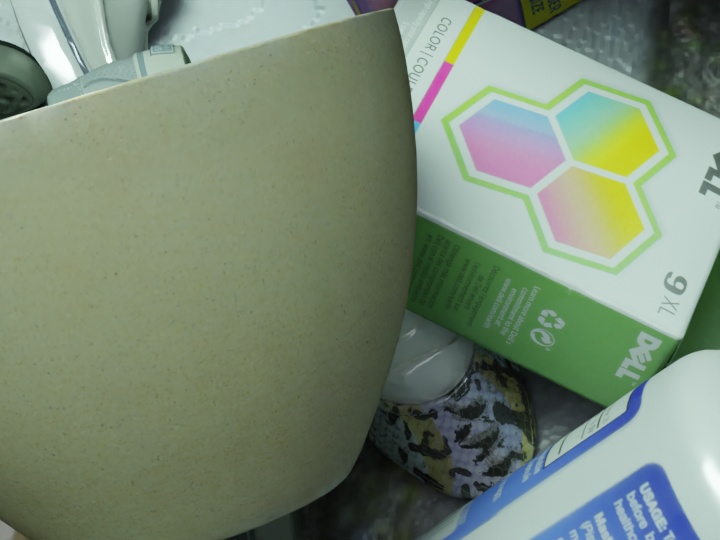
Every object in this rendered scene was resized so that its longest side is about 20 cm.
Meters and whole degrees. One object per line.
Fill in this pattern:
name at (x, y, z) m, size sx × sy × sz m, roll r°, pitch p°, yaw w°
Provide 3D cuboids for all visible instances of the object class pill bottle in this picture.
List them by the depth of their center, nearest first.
pill bottle at (0.106, 0.097, 0.662) m, size 0.200 × 0.112 × 0.112 m, roll -37°, pitch 66°, yaw 25°

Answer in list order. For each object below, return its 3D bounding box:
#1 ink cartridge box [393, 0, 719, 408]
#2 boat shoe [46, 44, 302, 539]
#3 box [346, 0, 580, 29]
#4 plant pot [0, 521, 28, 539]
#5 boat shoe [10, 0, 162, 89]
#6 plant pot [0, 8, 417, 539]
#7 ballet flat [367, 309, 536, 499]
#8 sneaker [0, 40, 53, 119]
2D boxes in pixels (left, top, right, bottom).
ink cartridge box at (0.082, -0.017, 0.732) m, size 0.200 × 0.059 × 0.104 m, roll 27°, pitch 54°, yaw 4°
boat shoe at (-0.073, 0.016, 0.768) m, size 0.071 × 0.070 × 0.201 m, roll -15°, pitch 87°, yaw 3°
box at (-0.001, -0.202, 0.791) m, size 0.097 × 0.176 × 0.200 m, roll -29°, pitch 69°, yaw 0°
plant pot at (-0.175, 0.083, 0.737) m, size 0.201 × 0.093 × 0.201 m, roll -1°, pitch 81°, yaw 5°
boat shoe at (-0.112, -0.134, 0.850) m, size 0.066 × 0.072 × 0.200 m, roll -22°, pitch 60°, yaw 8°
plant pot at (-0.066, 0.012, 0.615) m, size 0.200 × 0.200 × 0.135 m, roll -16°, pitch 96°, yaw 5°
ballet flat at (0.000, 0.000, 0.778) m, size 0.072 × 0.072 × 0.200 m, roll -31°, pitch 68°, yaw -1°
sneaker at (-0.214, -0.078, 0.819) m, size 0.199 × 0.076 × 0.114 m, roll -14°, pitch 44°, yaw 20°
